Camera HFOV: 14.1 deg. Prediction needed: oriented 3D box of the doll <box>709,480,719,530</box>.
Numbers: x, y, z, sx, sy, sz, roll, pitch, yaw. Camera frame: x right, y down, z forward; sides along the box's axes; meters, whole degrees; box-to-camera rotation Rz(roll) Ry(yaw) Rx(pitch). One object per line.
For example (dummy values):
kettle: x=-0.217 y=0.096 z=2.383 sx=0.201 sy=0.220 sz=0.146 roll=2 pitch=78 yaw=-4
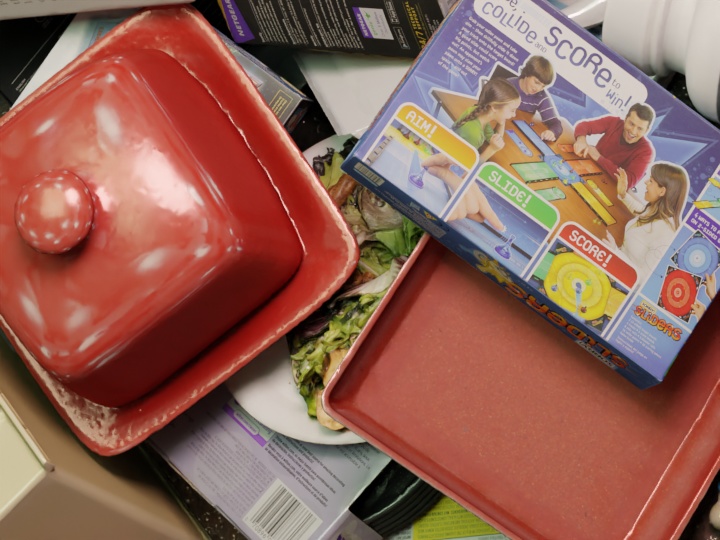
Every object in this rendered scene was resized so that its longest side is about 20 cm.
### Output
doll: x=0.238 y=0.131 z=1.503 sx=0.136 sy=0.048 sz=0.200 roll=-11 pitch=61 yaw=34

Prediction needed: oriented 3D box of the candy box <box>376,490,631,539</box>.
candy box: x=0.059 y=0.141 z=1.606 sx=0.200 sy=0.026 sz=0.102 roll=-7 pitch=67 yaw=26

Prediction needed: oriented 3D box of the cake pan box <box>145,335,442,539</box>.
cake pan box: x=-0.023 y=0.063 z=1.645 sx=0.184 sy=0.052 sz=0.200 roll=-50 pitch=52 yaw=-1

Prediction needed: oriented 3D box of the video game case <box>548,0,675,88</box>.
video game case: x=0.092 y=-0.139 z=1.691 sx=0.200 sy=0.024 sz=0.182 roll=31 pitch=89 yaw=32

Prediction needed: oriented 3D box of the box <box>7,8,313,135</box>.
box: x=-0.140 y=-0.056 z=1.665 sx=0.137 sy=0.038 sz=0.200 roll=37 pitch=96 yaw=7

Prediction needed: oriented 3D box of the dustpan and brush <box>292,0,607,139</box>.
dustpan and brush: x=0.072 y=-0.129 z=1.633 sx=0.200 sy=0.057 sz=0.140 roll=-31 pitch=28 yaw=2

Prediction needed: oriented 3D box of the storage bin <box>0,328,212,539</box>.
storage bin: x=-0.207 y=0.100 z=1.660 sx=0.094 sy=0.200 sz=0.199 roll=-44 pitch=58 yaw=6

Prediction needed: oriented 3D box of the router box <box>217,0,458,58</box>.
router box: x=0.032 y=-0.202 z=1.644 sx=0.157 sy=0.052 sz=0.200 roll=8 pitch=46 yaw=35

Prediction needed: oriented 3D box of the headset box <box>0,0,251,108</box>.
headset box: x=-0.167 y=-0.183 z=1.772 sx=0.174 sy=0.093 sz=0.200 roll=-49 pitch=57 yaw=6

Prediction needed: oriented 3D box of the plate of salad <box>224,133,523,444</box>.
plate of salad: x=0.000 y=0.000 z=1.606 sx=0.200 sy=0.048 sz=0.200 roll=-13 pitch=59 yaw=23

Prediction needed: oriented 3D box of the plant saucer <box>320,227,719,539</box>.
plant saucer: x=0.106 y=0.048 z=1.540 sx=0.200 sy=0.037 sz=0.200 roll=35 pitch=73 yaw=-6

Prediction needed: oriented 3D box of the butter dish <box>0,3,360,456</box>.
butter dish: x=-0.139 y=-0.027 z=1.558 sx=0.199 sy=0.148 sz=0.200 roll=-38 pitch=77 yaw=13

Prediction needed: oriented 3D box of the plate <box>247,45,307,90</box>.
plate: x=-0.081 y=-0.173 z=1.792 sx=0.200 sy=0.026 sz=0.200 roll=-10 pitch=68 yaw=25

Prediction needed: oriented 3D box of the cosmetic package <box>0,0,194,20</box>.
cosmetic package: x=-0.181 y=-0.256 z=1.624 sx=0.200 sy=0.166 sz=0.168 roll=-3 pitch=47 yaw=28

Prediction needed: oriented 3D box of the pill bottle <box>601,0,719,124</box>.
pill bottle: x=0.236 y=-0.125 z=1.529 sx=0.200 sy=0.120 sz=0.120 roll=20 pitch=82 yaw=17

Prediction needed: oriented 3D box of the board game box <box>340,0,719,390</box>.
board game box: x=0.108 y=-0.050 z=1.522 sx=0.200 sy=0.034 sz=0.135 roll=37 pitch=74 yaw=-5
